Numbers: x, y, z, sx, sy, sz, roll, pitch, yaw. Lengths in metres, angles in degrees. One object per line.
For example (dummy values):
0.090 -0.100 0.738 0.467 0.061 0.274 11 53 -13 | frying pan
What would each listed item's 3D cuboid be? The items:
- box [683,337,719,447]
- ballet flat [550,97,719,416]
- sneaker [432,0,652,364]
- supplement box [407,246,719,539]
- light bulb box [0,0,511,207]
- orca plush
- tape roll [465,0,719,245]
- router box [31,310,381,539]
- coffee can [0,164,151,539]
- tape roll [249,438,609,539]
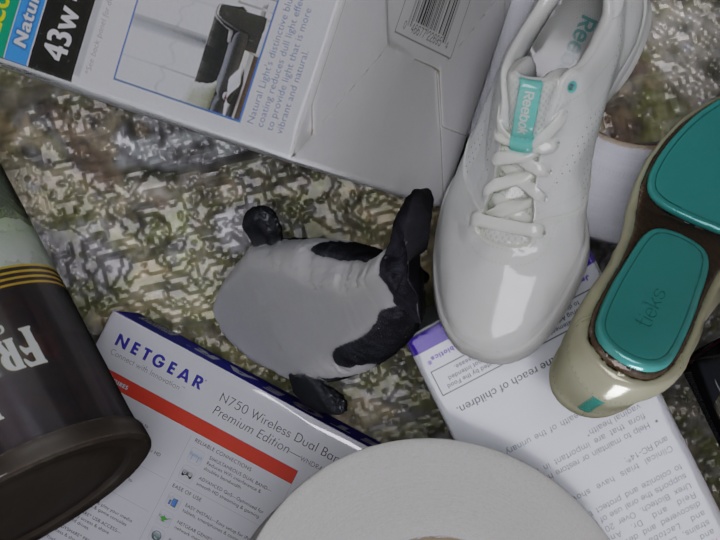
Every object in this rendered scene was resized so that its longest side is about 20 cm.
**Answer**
0.232 0.061 1.238 0.122 0.200 0.107 -26 87 -1 | box
0.145 -0.006 1.217 0.069 0.069 0.200 41 54 -3 | ballet flat
0.077 -0.059 1.207 0.075 0.088 0.201 15 82 12 | sneaker
0.108 0.095 1.291 0.103 0.101 0.201 -28 93 0 | supplement box
-0.062 -0.124 1.200 0.199 0.198 0.125 19 92 21 | light bulb box
0.000 0.000 1.252 0.071 0.200 0.106 -26 80 -28 | orca plush
0.139 -0.112 1.299 0.199 0.066 0.202 0 92 0 | tape roll
-0.071 0.144 1.296 0.199 0.049 0.180 28 92 9 | router box
-0.207 0.029 1.233 0.146 0.146 0.201 -30 76 0 | coffee can
0.034 0.177 1.185 0.202 0.037 0.204 5 71 -15 | tape roll
